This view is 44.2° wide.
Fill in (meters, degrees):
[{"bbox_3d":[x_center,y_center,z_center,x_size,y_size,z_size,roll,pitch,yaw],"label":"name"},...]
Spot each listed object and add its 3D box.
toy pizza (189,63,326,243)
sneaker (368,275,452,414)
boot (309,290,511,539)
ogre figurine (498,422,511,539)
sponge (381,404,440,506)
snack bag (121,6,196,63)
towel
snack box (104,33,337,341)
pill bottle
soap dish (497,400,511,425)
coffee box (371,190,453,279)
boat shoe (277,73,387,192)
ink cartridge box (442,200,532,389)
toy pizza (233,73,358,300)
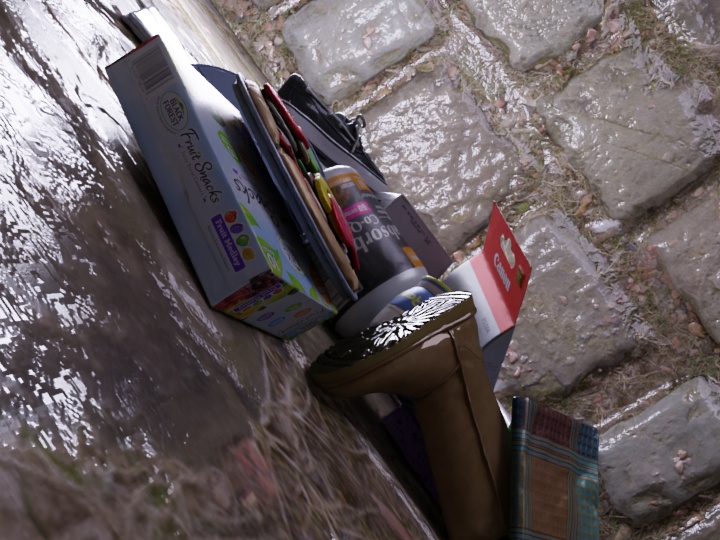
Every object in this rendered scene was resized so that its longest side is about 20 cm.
[{"bbox_3d":[-0.109,-0.104,0.818,0.200,0.032,0.201,34,37,-30],"label":"toy pizza"},{"bbox_3d":[0.067,0.109,0.807,0.074,0.082,0.201,-2,-68,63],"label":"sneaker"},{"bbox_3d":[0.060,0.136,0.721,0.066,0.175,0.201,-2,-73,56],"label":"boot"},{"bbox_3d":[0.171,0.261,0.872,0.098,0.201,0.120,10,5,16],"label":"ogre figurine"},{"bbox_3d":[0.077,0.183,0.900,0.112,0.030,0.200,54,5,10],"label":"sponge"},{"bbox_3d":[-0.212,-0.238,1.094,0.200,0.021,0.189,52,6,-19],"label":"snack bag"},{"bbox_3d":[0.171,0.221,0.764,0.146,0.022,0.201,26,61,-45],"label":"towel"},{"bbox_3d":[-0.098,-0.055,0.650,0.201,0.053,0.142,63,9,19],"label":"snack box"},{"bbox_3d":[0.000,0.000,0.923,0.200,0.116,0.116,55,5,14],"label":"pill bottle"},{"bbox_3d":[0.204,0.273,1.181,0.158,0.081,0.200,53,5,-19],"label":"soap dish"},{"bbox_3d":[0.011,-0.035,1.111,0.113,0.080,0.200,51,-15,-22],"label":"coffee box"},{"bbox_3d":[-0.027,-0.162,1.079,0.199,0.068,0.074,36,-7,-32],"label":"boat shoe"},{"bbox_3d":[0.125,0.043,0.992,0.162,0.050,0.201,-102,-161,-59],"label":"ink cartridge box"},{"bbox_3d":[-0.043,-0.069,0.708,0.201,0.032,0.200,62,0,-1],"label":"toy pizza"}]
